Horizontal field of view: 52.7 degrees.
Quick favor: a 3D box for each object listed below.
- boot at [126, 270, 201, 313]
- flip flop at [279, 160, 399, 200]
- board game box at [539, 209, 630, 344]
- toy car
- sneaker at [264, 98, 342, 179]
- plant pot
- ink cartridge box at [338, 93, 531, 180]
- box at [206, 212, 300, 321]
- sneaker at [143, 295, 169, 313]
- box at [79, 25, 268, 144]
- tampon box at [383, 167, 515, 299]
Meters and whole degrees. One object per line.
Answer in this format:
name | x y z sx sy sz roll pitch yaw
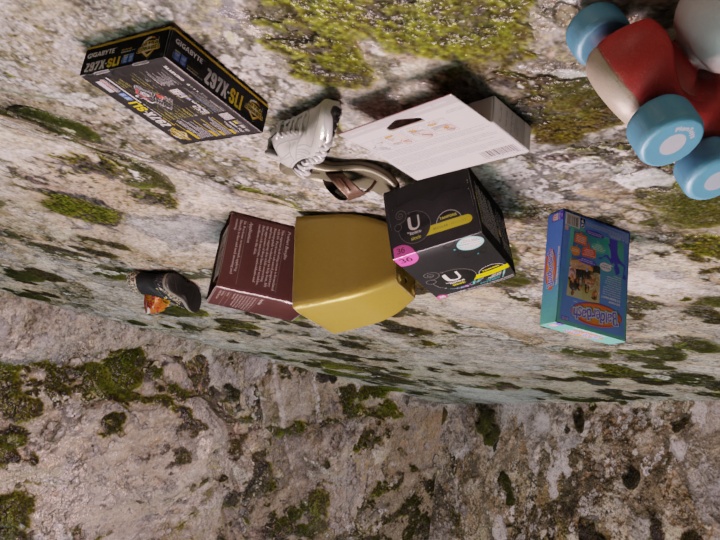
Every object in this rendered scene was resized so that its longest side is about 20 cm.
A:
boot | -0.558 0.057 2.080 0.153 0.074 0.204 5 156 19
flip flop | -0.036 -0.145 1.186 0.199 0.058 0.081 10 163 -3
board game box | 0.387 0.013 1.245 0.152 0.201 0.045 16 161 -21
toy car | 0.336 -0.209 0.688 0.177 0.185 0.200 22 130 -37
sneaker | -0.085 -0.193 1.045 0.081 0.075 0.200 23 159 -15
plant pot | 0.000 0.000 1.435 0.199 0.195 0.195 -8 158 21
ink cartridge box | 0.101 -0.191 0.990 0.200 0.045 0.176 -9 157 43
box | -0.208 -0.002 1.549 0.199 0.166 0.164 14 161 -16
sneaker | -0.629 0.087 2.252 0.077 0.073 0.200 -9 173 -20
box | -0.248 -0.243 0.990 0.159 0.049 0.200 1 162 33
tampon box | 0.150 -0.057 1.200 0.150 0.127 0.200 -18 153 22
